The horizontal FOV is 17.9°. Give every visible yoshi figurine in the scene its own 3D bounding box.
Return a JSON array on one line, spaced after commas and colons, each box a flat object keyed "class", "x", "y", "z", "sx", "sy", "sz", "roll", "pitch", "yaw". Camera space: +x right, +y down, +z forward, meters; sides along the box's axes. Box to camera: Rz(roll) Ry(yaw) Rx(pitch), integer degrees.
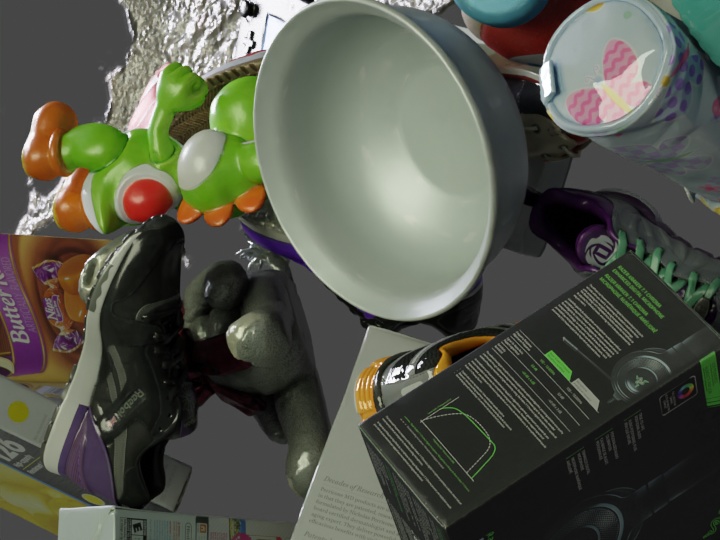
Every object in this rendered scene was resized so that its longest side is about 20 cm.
[{"class": "yoshi figurine", "x": -0.118, "y": -0.083, "z": 1.532, "sx": 0.200, "sy": 0.112, "sz": 0.112, "roll": 0, "pitch": 93, "yaw": 29}]

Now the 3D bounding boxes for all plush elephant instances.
[{"class": "plush elephant", "x": -0.116, "y": 0.055, "z": 1.575, "sx": 0.155, "sy": 0.165, "sz": 0.200, "roll": -16, "pitch": 45, "yaw": 5}]

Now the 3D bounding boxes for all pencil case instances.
[{"class": "pencil case", "x": 0.185, "y": -0.087, "z": 1.287, "sx": 0.091, "sy": 0.200, "sz": 0.083, "roll": -3, "pitch": 73, "yaw": 38}]

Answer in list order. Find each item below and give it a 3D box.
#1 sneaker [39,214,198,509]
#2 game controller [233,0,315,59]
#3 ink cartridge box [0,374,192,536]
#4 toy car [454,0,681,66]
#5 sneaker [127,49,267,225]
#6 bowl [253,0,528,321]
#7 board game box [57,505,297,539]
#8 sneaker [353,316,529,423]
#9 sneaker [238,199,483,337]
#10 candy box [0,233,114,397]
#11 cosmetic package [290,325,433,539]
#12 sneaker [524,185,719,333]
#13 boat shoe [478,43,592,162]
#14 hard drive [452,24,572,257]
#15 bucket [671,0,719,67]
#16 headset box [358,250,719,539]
[{"class": "sneaker", "x": -0.133, "y": 0.062, "z": 1.476, "sx": 0.088, "sy": 0.076, "sz": 0.200, "roll": 28, "pitch": 116, "yaw": 18}, {"class": "game controller", "x": -0.041, "y": -0.137, "z": 1.604, "sx": 0.200, "sy": 0.042, "sz": 0.104, "roll": 34, "pitch": 107, "yaw": 58}, {"class": "ink cartridge box", "x": -0.242, "y": 0.130, "z": 1.626, "sx": 0.198, "sy": 0.200, "sz": 0.047, "roll": -32, "pitch": 34, "yaw": 64}, {"class": "toy car", "x": 0.179, "y": -0.172, "z": 1.357, "sx": 0.200, "sy": 0.184, "sz": 0.177, "roll": 34, "pitch": 100, "yaw": 12}, {"class": "sneaker", "x": -0.101, "y": -0.118, "z": 1.615, "sx": 0.200, "sy": 0.071, "sz": 0.113, "roll": -31, "pitch": 24, "yaw": 32}, {"class": "bowl", "x": 0.035, "y": -0.077, "z": 1.390, "sx": 0.201, "sy": 0.090, "sz": 0.201, "roll": 22, "pitch": 123, "yaw": 40}, {"class": "board game box", "x": -0.106, "y": 0.235, "z": 1.505, "sx": 0.064, "sy": 0.200, "sz": 0.148, "roll": -9, "pitch": 75, "yaw": 44}, {"class": "sneaker", "x": 0.096, "y": 0.064, "z": 1.344, "sx": 0.077, "sy": 0.200, "sz": 0.078, "roll": -32, "pitch": 75, "yaw": 54}, {"class": "sneaker", "x": 0.000, "y": 0.000, "z": 1.523, "sx": 0.200, "sy": 0.070, "sz": 0.100, "roll": 17, "pitch": 134, "yaw": 40}, {"class": "candy box", "x": -0.283, "y": 0.033, "z": 1.720, "sx": 0.056, "sy": 0.200, "sz": 0.117, "roll": 149, "pitch": 120, "yaw": -60}, {"class": "cosmetic package", "x": 0.013, "y": 0.149, "z": 1.405, "sx": 0.081, "sy": 0.113, "sz": 0.200, "roll": 15, "pitch": 69, "yaw": 10}, {"class": "sneaker", "x": 0.173, "y": 0.011, "z": 1.353, "sx": 0.200, "sy": 0.088, "sz": 0.074, "roll": 37, "pitch": 108, "yaw": 43}, {"class": "boat shoe", "x": 0.113, "y": -0.099, "z": 1.416, "sx": 0.200, "sy": 0.071, "sz": 0.063, "roll": 14, "pitch": 108, "yaw": 37}, {"class": "hard drive", "x": 0.062, "y": -0.096, "z": 1.530, "sx": 0.200, "sy": 0.027, "sz": 0.132, "roll": 21, "pitch": 96, "yaw": 46}, {"class": "bucket", "x": 0.263, "y": -0.188, "z": 1.231, "sx": 0.135, "sy": 0.207, "sz": 0.207, "roll": -34, "pitch": 59, "yaw": 42}, {"class": "headset box", "x": 0.120, "y": 0.110, "z": 1.279, "sx": 0.200, "sy": 0.174, "sz": 0.093, "roll": -32, "pitch": 49, "yaw": -13}]
